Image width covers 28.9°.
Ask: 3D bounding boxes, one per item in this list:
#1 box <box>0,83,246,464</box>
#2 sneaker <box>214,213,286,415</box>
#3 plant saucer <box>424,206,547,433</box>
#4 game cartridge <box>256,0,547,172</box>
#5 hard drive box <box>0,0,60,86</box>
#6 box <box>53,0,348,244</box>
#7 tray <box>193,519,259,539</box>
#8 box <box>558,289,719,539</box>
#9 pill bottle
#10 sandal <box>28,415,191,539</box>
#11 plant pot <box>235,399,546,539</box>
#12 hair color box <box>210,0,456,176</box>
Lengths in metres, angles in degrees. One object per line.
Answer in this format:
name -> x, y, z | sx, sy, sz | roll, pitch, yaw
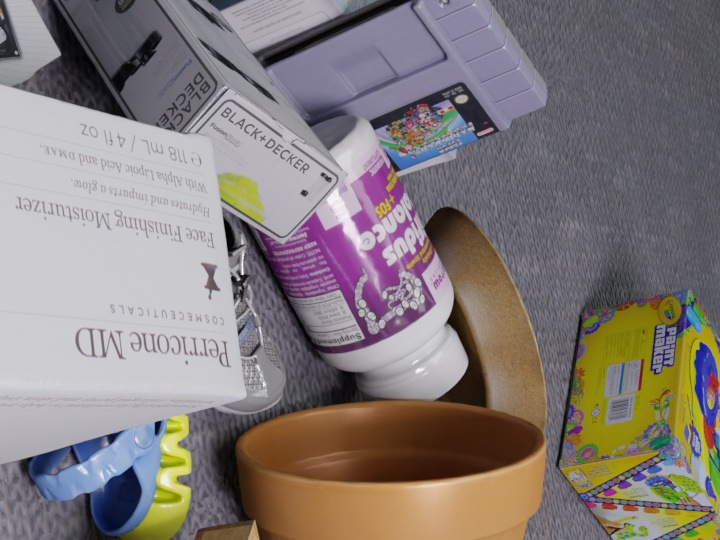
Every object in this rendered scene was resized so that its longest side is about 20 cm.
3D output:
box -> -0.190, 0.012, 0.616 | 0.198, 0.199, 0.132 | 9, 68, -56
sneaker -> -0.099, 0.010, 0.869 | 0.201, 0.082, 0.075 | 56, 37, -25
plant saucer -> 0.080, 0.051, 1.084 | 0.035, 0.200, 0.202 | -18, 93, -16
game cartridge -> 0.020, -0.130, 1.006 | 0.130, 0.199, 0.039 | 50, 34, -32
hard drive box -> -0.263, -0.157, 0.693 | 0.201, 0.076, 0.156 | 62, 33, -18
box -> -0.102, -0.116, 0.846 | 0.116, 0.060, 0.200 | 33, 15, -48
tray -> -0.058, 0.245, 0.730 | 0.099, 0.037, 0.201 | -76, 157, -75
box -> 0.304, 0.164, 1.397 | 0.193, 0.121, 0.201 | 52, 38, -33
pill bottle -> 0.000, 0.000, 1.002 | 0.201, 0.112, 0.112 | 62, 34, -19
sandal -> -0.138, 0.055, 0.783 | 0.087, 0.079, 0.202 | 10, 76, -47
plant pot -> 0.022, 0.175, 0.902 | 0.200, 0.199, 0.141 | -15, 105, -58
hair color box -> -0.015, -0.155, 1.058 | 0.200, 0.099, 0.061 | 49, 39, -35
